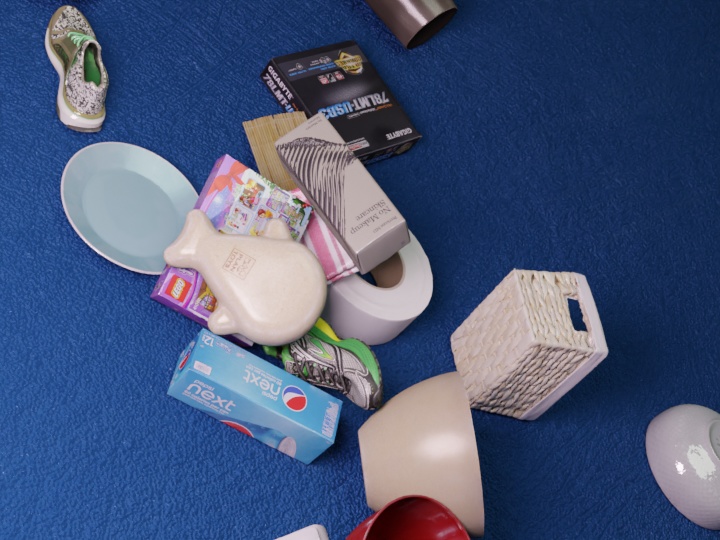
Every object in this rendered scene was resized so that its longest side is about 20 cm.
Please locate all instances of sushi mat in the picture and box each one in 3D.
[{"bbox_3d":[-0.099,-0.153,1.684,0.095,0.012,0.201,-12,48,-11],"label":"sushi mat"}]

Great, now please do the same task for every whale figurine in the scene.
[{"bbox_3d":[-0.136,0.009,1.443,0.199,0.104,0.160,28,78,4],"label":"whale figurine"}]

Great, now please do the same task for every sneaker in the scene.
[{"bbox_3d":[-0.047,0.121,1.484,0.085,0.079,0.199,-23,37,-36],"label":"sneaker"},{"bbox_3d":[-0.360,-0.281,1.577,0.076,0.089,0.201,5,55,-36],"label":"sneaker"}]

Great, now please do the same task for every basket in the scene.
[{"bbox_3d":[0.226,0.103,1.662,0.122,0.200,0.137,7,52,-26],"label":"basket"},{"bbox_3d":[0.064,-0.494,2.061,0.201,0.136,0.180,54,35,6],"label":"basket"}]

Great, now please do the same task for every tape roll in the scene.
[{"bbox_3d":[0.000,0.000,1.654,0.201,0.071,0.204,21,47,-25],"label":"tape roll"}]

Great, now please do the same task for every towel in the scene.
[{"bbox_3d":[-0.076,-0.042,1.567,0.199,0.030,0.147,-24,65,-2],"label":"towel"}]

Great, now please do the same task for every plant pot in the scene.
[{"bbox_3d":[0.068,0.232,1.458,0.133,0.201,0.202,-8,55,-1],"label":"plant pot"}]

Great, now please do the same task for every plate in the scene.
[{"bbox_3d":[-0.288,-0.076,1.518,0.199,0.026,0.202,21,48,-24],"label":"plate"}]

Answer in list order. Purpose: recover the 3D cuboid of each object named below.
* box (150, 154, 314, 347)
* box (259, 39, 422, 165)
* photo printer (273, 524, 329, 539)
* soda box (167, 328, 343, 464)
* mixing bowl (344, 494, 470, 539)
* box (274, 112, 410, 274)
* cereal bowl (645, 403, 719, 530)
[{"bbox_3d":[-0.158,-0.024,1.499,0.136,0.039,0.201,31,71,-20],"label":"box"},{"bbox_3d":[-0.028,-0.254,1.854,0.199,0.050,0.199,-22,72,-46],"label":"box"},{"bbox_3d":[-0.083,0.383,1.227,0.165,0.070,0.201,-19,65,-3],"label":"photo printer"},{"bbox_3d":[-0.124,0.153,1.432,0.199,0.068,0.065,30,45,-16],"label":"soda box"},{"bbox_3d":[0.034,0.360,1.344,0.199,0.108,0.202,20,60,-39],"label":"mixing bowl"},{"bbox_3d":[-0.024,-0.100,1.536,0.082,0.068,0.200,-35,65,-7],"label":"box"},{"bbox_3d":[0.539,0.290,1.844,0.199,0.083,0.201,20,47,-24],"label":"cereal bowl"}]
